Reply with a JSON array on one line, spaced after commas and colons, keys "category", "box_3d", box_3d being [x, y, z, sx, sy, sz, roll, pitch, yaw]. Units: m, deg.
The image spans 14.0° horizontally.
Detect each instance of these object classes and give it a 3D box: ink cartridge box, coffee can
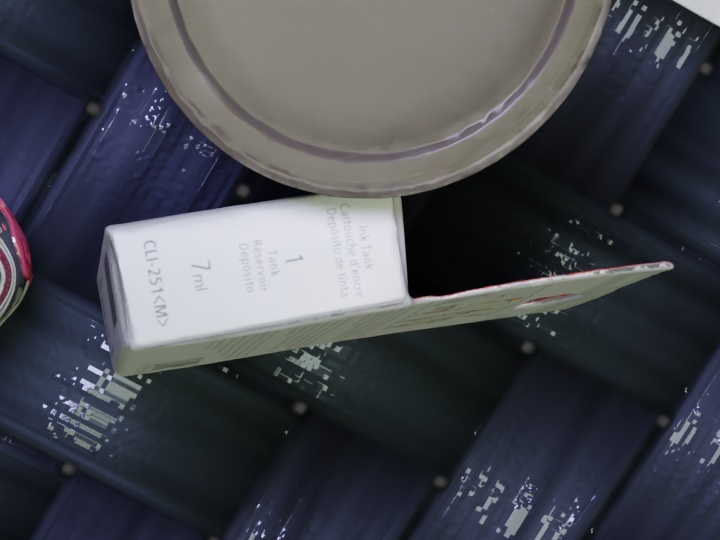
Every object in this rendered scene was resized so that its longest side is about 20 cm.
[{"category": "ink cartridge box", "box_3d": [0.000, 0.000, 0.990, 0.173, 0.200, 0.044, -10, 87, -7]}, {"category": "coffee can", "box_3d": [-0.010, -0.117, 0.949, 0.146, 0.200, 0.147, -2, 105, -8]}]

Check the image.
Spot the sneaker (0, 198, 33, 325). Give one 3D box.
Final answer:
[{"category": "sneaker", "box_3d": [-0.211, 0.026, 1.029, 0.199, 0.075, 0.081, -18, 109, -4]}]

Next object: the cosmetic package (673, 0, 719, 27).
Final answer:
[{"category": "cosmetic package", "box_3d": [0.202, -0.134, 1.058, 0.199, 0.052, 0.151, 28, 99, -16]}]
